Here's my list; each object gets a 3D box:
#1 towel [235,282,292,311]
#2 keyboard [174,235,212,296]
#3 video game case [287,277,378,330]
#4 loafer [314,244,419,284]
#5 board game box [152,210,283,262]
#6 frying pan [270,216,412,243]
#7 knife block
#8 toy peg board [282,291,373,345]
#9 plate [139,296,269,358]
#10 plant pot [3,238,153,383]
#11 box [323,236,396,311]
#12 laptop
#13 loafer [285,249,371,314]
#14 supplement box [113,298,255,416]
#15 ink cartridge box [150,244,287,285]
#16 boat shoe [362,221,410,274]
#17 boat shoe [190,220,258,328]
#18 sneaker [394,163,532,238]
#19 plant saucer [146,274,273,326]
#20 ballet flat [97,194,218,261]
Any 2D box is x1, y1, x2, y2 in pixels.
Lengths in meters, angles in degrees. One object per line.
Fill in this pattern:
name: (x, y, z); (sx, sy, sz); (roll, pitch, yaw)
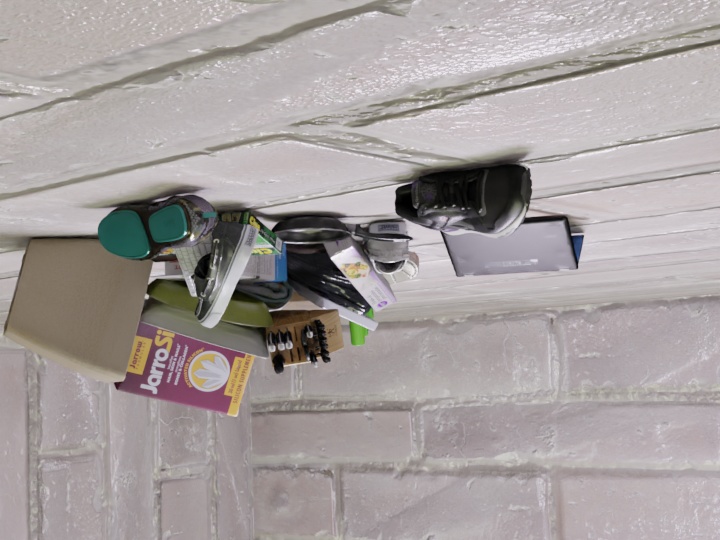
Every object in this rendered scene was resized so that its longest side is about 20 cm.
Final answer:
towel: (-0.217, 0.021, 1.883); (0.199, 0.048, 0.171); (21, 167, -9)
keyboard: (-0.214, -0.019, 1.519); (0.056, 0.011, 0.200); (5, 149, 8)
video game case: (-0.078, 0.035, 1.909); (0.143, 0.018, 0.200); (27, -177, -43)
loafer: (0.003, -0.018, 1.863); (0.199, 0.063, 0.072); (-5, 131, 22)
board game box: (-0.214, -0.043, 1.528); (0.199, 0.024, 0.105); (-3, 156, 22)
frying pan: (-0.033, -0.055, 1.550); (0.189, 0.031, 0.115); (-5, 172, 14)
knife block: (-0.118, 0.108, 1.751); (0.199, 0.064, 0.175); (-2, -170, 41)
toy peg board: (-0.063, 0.068, 2.099); (0.198, 0.098, 0.200); (-3, -164, 8)
plate: (-0.232, 0.072, 1.766); (0.199, 0.033, 0.200); (17, -171, -7)
plant pot: (-0.425, 0.049, 1.712); (0.176, 0.201, 0.200); (15, 169, -17)
box: (0.000, 0.000, 1.710); (0.039, 0.042, 0.200); (-27, 149, 8)
laptop: (0.233, -0.057, 1.746); (0.186, 0.116, 0.200); (-4, 145, 17)
loafer: (-0.059, -0.001, 1.806); (0.200, 0.071, 0.068); (28, -178, -19)
supplement box: (-0.276, 0.135, 1.815); (0.199, 0.132, 0.103); (15, -171, -20)
ink cartridge box: (-0.205, -0.018, 1.676); (0.115, 0.068, 0.200); (-4, 175, 26)
boat shoe: (0.037, -0.027, 1.692); (0.073, 0.066, 0.200); (-3, 174, 5)
boat shoe: (-0.186, 0.001, 1.491); (0.056, 0.069, 0.200); (20, 138, -11)
sneaker: (0.103, -0.073, 1.241); (0.087, 0.076, 0.200); (7, 171, -25)
plant saucer: (-0.222, 0.041, 1.718); (0.199, 0.031, 0.200); (15, -176, -1)
ballet flat: (-0.235, -0.051, 1.371); (0.072, 0.073, 0.200); (3, 174, -42)
